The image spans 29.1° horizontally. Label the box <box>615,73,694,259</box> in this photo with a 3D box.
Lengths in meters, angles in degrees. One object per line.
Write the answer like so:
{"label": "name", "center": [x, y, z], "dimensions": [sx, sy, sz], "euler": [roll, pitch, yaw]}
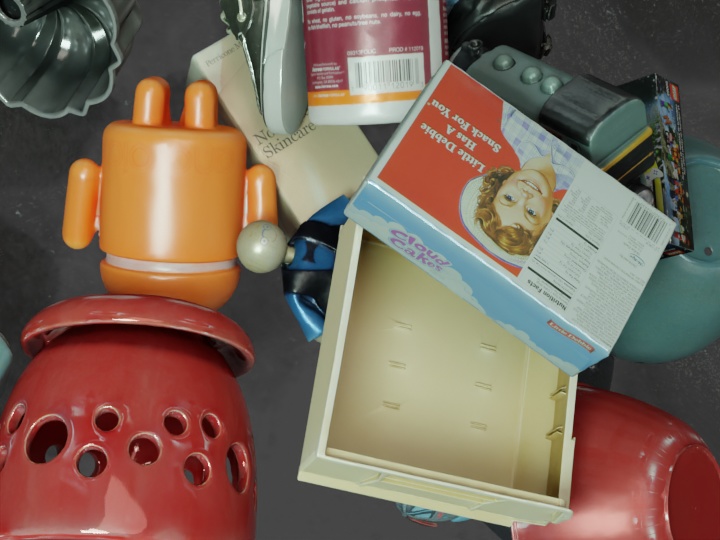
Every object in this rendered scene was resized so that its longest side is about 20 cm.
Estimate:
{"label": "box", "center": [0.171, -0.064, 1.130], "dimensions": [0.037, 0.198, 0.139], "euler": [14, 69, -45]}

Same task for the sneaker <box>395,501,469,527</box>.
{"label": "sneaker", "center": [0.047, 0.106, 1.124], "dimensions": [0.094, 0.079, 0.203], "euler": [-10, 80, -11]}

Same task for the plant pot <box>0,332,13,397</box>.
{"label": "plant pot", "center": [-0.364, 0.085, 0.994], "dimensions": [0.199, 0.196, 0.196], "euler": [-38, 87, -26]}

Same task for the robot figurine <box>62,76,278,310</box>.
{"label": "robot figurine", "center": [-0.149, -0.048, 1.085], "dimensions": [0.143, 0.116, 0.203], "euler": [-5, 102, -42]}

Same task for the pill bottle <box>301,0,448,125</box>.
{"label": "pill bottle", "center": [0.009, -0.215, 1.060], "dimensions": [0.112, 0.114, 0.203], "euler": [-5, 98, -12]}

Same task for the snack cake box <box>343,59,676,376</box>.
{"label": "snack cake box", "center": [0.102, -0.035, 0.950], "dimensions": [0.199, 0.067, 0.116], "euler": [35, 67, -3]}

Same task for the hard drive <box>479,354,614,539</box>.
{"label": "hard drive", "center": [0.141, 0.124, 1.113], "dimensions": [0.135, 0.042, 0.202], "euler": [45, 53, -35]}

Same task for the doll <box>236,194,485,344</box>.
{"label": "doll", "center": [0.000, 0.000, 1.072], "dimensions": [0.197, 0.048, 0.138], "euler": [13, 68, -12]}

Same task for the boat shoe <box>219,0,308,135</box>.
{"label": "boat shoe", "center": [-0.075, -0.208, 1.089], "dimensions": [0.063, 0.071, 0.203], "euler": [1, 94, 19]}

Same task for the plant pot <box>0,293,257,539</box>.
{"label": "plant pot", "center": [-0.172, 0.123, 1.016], "dimensions": [0.197, 0.201, 0.185], "euler": [4, 71, -10]}

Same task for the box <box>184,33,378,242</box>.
{"label": "box", "center": [-0.054, -0.103, 1.149], "dimensions": [0.094, 0.078, 0.201], "euler": [-34, 86, -16]}

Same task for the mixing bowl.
{"label": "mixing bowl", "center": [0.215, 0.183, 1.075], "dimensions": [0.199, 0.107, 0.203], "euler": [12, 74, -47]}

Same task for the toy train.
{"label": "toy train", "center": [0.141, -0.106, 1.053], "dimensions": [0.085, 0.115, 0.199], "euler": [-34, 44, -20]}

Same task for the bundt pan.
{"label": "bundt pan", "center": [-0.255, -0.224, 1.085], "dimensions": [0.201, 0.202, 0.076], "euler": [34, 49, -2]}

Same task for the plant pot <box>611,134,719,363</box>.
{"label": "plant pot", "center": [0.263, -0.033, 1.169], "dimensions": [0.197, 0.135, 0.203], "euler": [3, 77, -11]}

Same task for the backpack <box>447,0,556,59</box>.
{"label": "backpack", "center": [0.069, -0.264, 1.174], "dimensions": [0.151, 0.163, 0.203], "euler": [-15, 74, 1]}

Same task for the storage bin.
{"label": "storage bin", "center": [0.068, 0.065, 0.993], "dimensions": [0.196, 0.094, 0.203], "euler": [14, 68, -11]}
